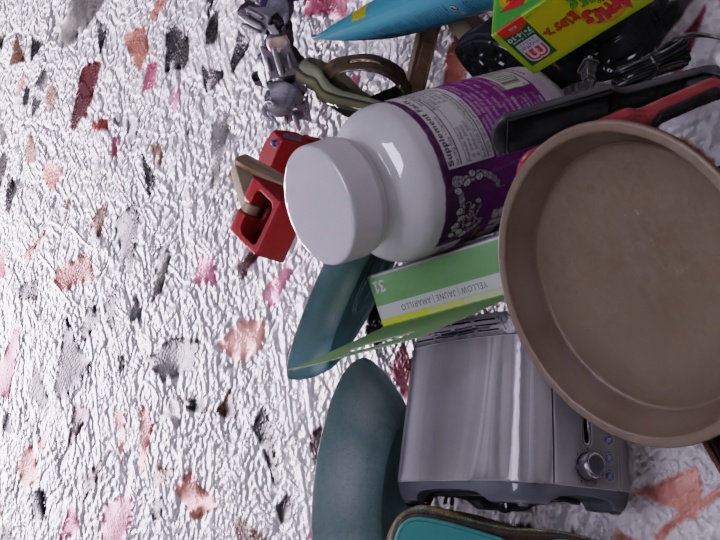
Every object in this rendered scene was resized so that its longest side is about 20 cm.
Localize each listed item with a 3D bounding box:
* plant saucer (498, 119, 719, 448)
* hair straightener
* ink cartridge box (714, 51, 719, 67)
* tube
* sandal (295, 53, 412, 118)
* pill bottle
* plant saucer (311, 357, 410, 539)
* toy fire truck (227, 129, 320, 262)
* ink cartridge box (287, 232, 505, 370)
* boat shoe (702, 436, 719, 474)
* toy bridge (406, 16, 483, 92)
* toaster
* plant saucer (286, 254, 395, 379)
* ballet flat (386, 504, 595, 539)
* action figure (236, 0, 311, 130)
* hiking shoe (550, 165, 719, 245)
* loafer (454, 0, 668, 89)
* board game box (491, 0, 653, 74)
[{"bbox_3d":[0.165,0.007,0.880,0.200,0.029,0.201,23,123,41],"label":"plant saucer"},{"bbox_3d":[0.171,-0.122,0.957,0.077,0.199,0.041,58,169,35],"label":"hair straightener"},{"bbox_3d":[0.306,-0.089,0.845,0.116,0.068,0.200,-49,48,26],"label":"ink cartridge box"},{"bbox_3d":[0.050,-0.206,1.154,0.200,0.077,0.051,-13,80,51],"label":"tube"},{"bbox_3d":[0.003,-0.149,1.200,0.057,0.080,0.201,-57,32,7],"label":"sandal"},{"bbox_3d":[0.050,-0.069,1.038,0.112,0.199,0.113,32,132,45],"label":"pill bottle"},{"bbox_3d":[0.014,0.166,1.100,0.038,0.201,0.202,2,83,17],"label":"plant saucer"},{"bbox_3d":[-0.058,-0.066,1.232,0.049,0.141,0.200,-65,34,19],"label":"toy fire truck"},{"bbox_3d":[0.057,0.011,1.041,0.145,0.199,0.048,-18,89,48],"label":"ink cartridge box"},{"bbox_3d":[0.218,0.050,0.931,0.072,0.072,0.201,-40,53,39],"label":"boat shoe"},{"bbox_3d":[0.080,-0.202,1.191,0.200,0.027,0.067,-59,42,27],"label":"toy bridge"},{"bbox_3d":[0.102,0.102,1.035,0.200,0.113,0.130,-15,68,59],"label":"toaster"},{"bbox_3d":[0.000,0.000,1.157,0.027,0.200,0.201,26,108,9],"label":"plant saucer"},{"bbox_3d":[0.116,0.205,1.008,0.199,0.071,0.071,15,95,13],"label":"ballet flat"},{"bbox_3d":[-0.075,-0.212,1.333,0.130,0.069,0.201,94,176,-59],"label":"action figure"},{"bbox_3d":[0.204,-0.035,0.904,0.199,0.076,0.101,23,144,25],"label":"hiking shoe"},{"bbox_3d":[0.146,-0.171,1.084,0.070,0.068,0.200,-52,25,-21],"label":"loafer"},{"bbox_3d":[0.147,-0.241,1.034,0.101,0.048,0.201,-30,38,36],"label":"board game box"}]
